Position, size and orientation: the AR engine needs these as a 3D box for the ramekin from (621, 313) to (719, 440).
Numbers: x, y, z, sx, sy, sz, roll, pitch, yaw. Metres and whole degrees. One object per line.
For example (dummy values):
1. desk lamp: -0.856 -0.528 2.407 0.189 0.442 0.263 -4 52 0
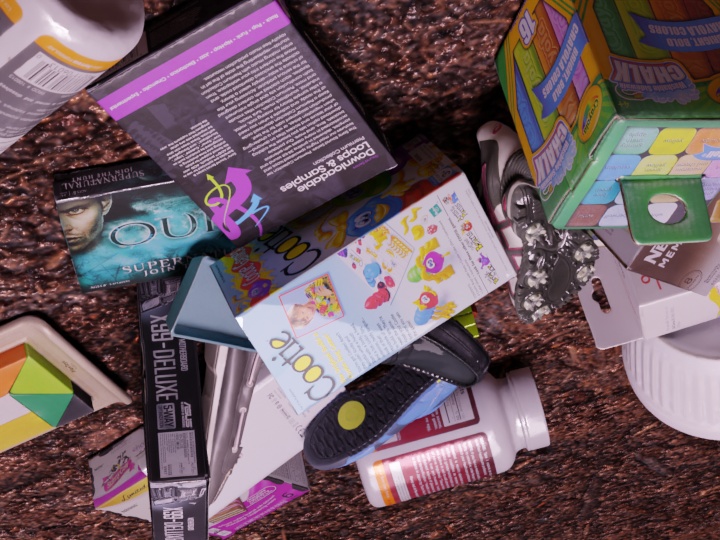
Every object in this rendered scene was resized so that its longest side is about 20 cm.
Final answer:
1. ramekin: 0.339 0.045 1.293 0.199 0.201 0.105 -17 140 4

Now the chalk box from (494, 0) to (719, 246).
1. chalk box: 0.191 -0.110 0.967 0.124 0.201 0.124 -3 147 -20

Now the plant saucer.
1. plant saucer: -0.096 0.033 1.183 0.200 0.019 0.070 19 95 -62

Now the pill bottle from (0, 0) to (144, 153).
1. pill bottle: -0.235 -0.130 0.836 0.199 0.117 0.116 -31 146 26

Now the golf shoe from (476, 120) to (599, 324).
1. golf shoe: 0.137 -0.037 1.101 0.077 0.088 0.201 -28 144 -11

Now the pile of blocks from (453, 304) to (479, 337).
1. pile of blocks: 0.080 0.020 1.244 0.062 0.083 0.200 -17 148 4

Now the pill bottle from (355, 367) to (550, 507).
1. pill bottle: 0.092 0.170 1.458 0.199 0.114 0.113 -16 149 2

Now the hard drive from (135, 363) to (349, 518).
1. hard drive: -0.108 0.158 1.365 0.200 0.027 0.132 -37 141 -3

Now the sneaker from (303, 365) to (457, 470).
1. sneaker: 0.035 0.137 1.384 0.200 0.066 0.078 -39 147 0

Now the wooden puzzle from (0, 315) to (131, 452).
1. wooden puzzle: -0.333 0.120 1.271 0.199 0.037 0.185 -20 149 8

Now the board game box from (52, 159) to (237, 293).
1. board game box: -0.134 -0.044 1.101 0.199 0.028 0.136 -11 149 -7

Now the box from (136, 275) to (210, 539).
1. box: -0.161 0.123 1.190 0.049 0.201 0.158 -4 147 -9

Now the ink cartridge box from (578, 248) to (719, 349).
1. ink cartridge box: 0.288 -0.017 1.238 0.199 0.118 0.067 -18 148 4

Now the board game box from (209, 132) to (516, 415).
1. board game box: 0.000 0.000 1.076 0.199 0.103 0.105 -32 119 -3

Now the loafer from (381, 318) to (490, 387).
1. loafer: 0.015 0.053 1.180 0.200 0.071 0.068 27 142 -7

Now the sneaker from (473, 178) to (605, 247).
1. sneaker: 0.183 -0.064 1.163 0.199 0.068 0.090 -11 154 -1

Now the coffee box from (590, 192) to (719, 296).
1. coffee box: 0.279 -0.089 1.094 0.114 0.080 0.201 17 115 -40

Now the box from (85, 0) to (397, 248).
1. box: -0.080 -0.108 0.984 0.142 0.036 0.200 -26 137 13

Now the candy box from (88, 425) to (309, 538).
1. candy box: -0.168 0.218 1.475 0.136 0.061 0.200 -33 144 26

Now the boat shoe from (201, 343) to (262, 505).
1. boat shoe: -0.119 0.131 1.273 0.057 0.067 0.201 4 108 -21
